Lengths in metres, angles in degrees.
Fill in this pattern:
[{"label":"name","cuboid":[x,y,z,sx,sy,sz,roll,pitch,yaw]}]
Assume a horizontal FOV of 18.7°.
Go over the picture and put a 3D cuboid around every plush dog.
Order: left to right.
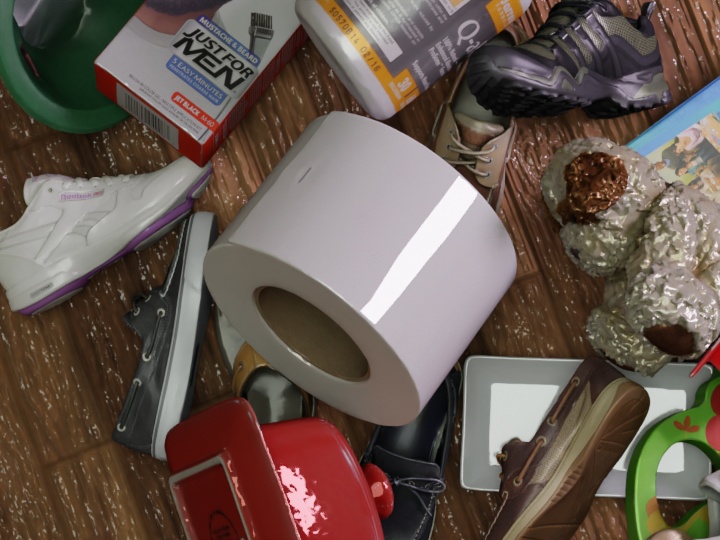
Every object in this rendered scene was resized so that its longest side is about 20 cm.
[{"label":"plush dog","cuboid":[0.209,-0.032,1.629,0.172,0.200,0.161,41,81,1]}]

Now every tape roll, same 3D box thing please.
[{"label":"tape roll","cuboid":[0.000,0.000,1.648,0.202,0.203,0.139,36,66,5]}]

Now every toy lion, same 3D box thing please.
[{"label":"toy lion","cuboid":[0.302,0.150,1.694,0.198,0.069,0.194,0,82,-9]}]

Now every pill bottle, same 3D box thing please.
[{"label":"pill bottle","cuboid":[0.058,-0.216,1.646,0.199,0.116,0.117,-38,85,-1]}]

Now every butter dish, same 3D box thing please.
[{"label":"butter dish","cuboid":[-0.042,0.187,1.655,0.147,0.200,0.201,-16,83,-27]}]

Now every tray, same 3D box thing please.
[{"label":"tray","cuboid":[0.179,0.124,1.735,0.198,0.022,0.109,2,88,5]}]

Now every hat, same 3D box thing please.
[{"label":"hat","cuboid":[-0.269,-0.223,1.787,0.165,0.175,0.202,-30,118,-28]}]

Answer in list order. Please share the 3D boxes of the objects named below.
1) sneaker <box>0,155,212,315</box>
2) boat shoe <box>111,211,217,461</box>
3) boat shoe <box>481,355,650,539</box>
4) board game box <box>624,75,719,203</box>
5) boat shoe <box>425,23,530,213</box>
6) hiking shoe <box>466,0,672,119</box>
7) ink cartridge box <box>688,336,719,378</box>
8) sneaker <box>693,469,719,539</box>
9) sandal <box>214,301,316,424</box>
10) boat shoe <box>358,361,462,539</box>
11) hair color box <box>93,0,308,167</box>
[{"label":"sneaker","cuboid":[-0.213,-0.050,1.748,0.199,0.075,0.100,-32,86,2]},{"label":"boat shoe","cuboid":[-0.159,0.049,1.747,0.066,0.070,0.202,11,95,4]},{"label":"boat shoe","cuboid":[0.142,0.156,1.699,0.072,0.072,0.201,40,103,35]},{"label":"board game box","cuboid":[0.294,-0.068,1.723,0.199,0.045,0.153,-35,86,2]},{"label":"boat shoe","cuboid":[0.086,-0.104,1.728,0.075,0.072,0.202,13,88,5]},{"label":"hiking shoe","cuboid":[0.155,-0.172,1.689,0.075,0.199,0.102,-14,79,48]},{"label":"ink cartridge box","cuboid":[0.333,0.030,1.618,0.067,0.200,0.117,42,126,13]},{"label":"sneaker","cuboid":[0.306,0.154,1.630,0.091,0.076,0.201,27,71,4]},{"label":"sandal","cuboid":[-0.076,0.095,1.740,0.081,0.055,0.202,-2,87,4]},{"label":"boat shoe","cuboid":[0.033,0.157,1.726,0.074,0.062,0.202,16,90,3]},{"label":"hair color box","cuboid":[-0.107,-0.196,1.730,0.111,0.064,0.201,36,74,5]}]
